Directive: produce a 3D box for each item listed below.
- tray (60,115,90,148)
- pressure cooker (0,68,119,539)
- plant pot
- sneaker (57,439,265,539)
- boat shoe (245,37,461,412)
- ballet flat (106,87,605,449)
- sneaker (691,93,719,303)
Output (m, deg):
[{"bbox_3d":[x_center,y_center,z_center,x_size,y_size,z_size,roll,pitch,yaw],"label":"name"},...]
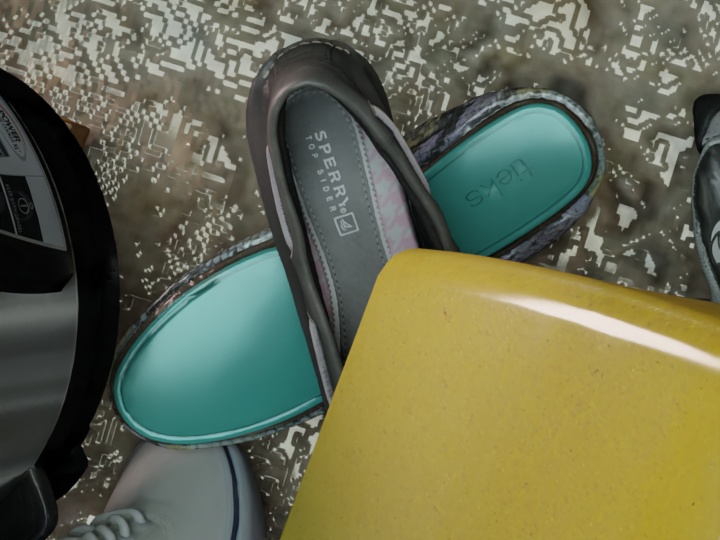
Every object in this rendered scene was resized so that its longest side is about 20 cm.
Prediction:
[{"bbox_3d":[-0.185,0.021,0.944,0.098,0.037,0.201,22,94,6],"label":"tray"},{"bbox_3d":[-0.180,0.007,0.831,0.178,0.200,0.177,14,101,33],"label":"pressure cooker"},{"bbox_3d":[0.086,0.094,0.756,0.176,0.199,0.201,30,104,43],"label":"plant pot"},{"bbox_3d":[-0.085,0.117,0.858,0.073,0.201,0.071,-18,126,27],"label":"sneaker"},{"bbox_3d":[0.010,0.019,0.843,0.066,0.057,0.201,-21,100,6],"label":"boat shoe"},{"bbox_3d":[0.000,0.000,0.903,0.200,0.072,0.072,-32,86,7],"label":"ballet flat"},{"bbox_3d":[0.178,-0.049,0.878,0.115,0.075,0.201,33,95,9],"label":"sneaker"}]
